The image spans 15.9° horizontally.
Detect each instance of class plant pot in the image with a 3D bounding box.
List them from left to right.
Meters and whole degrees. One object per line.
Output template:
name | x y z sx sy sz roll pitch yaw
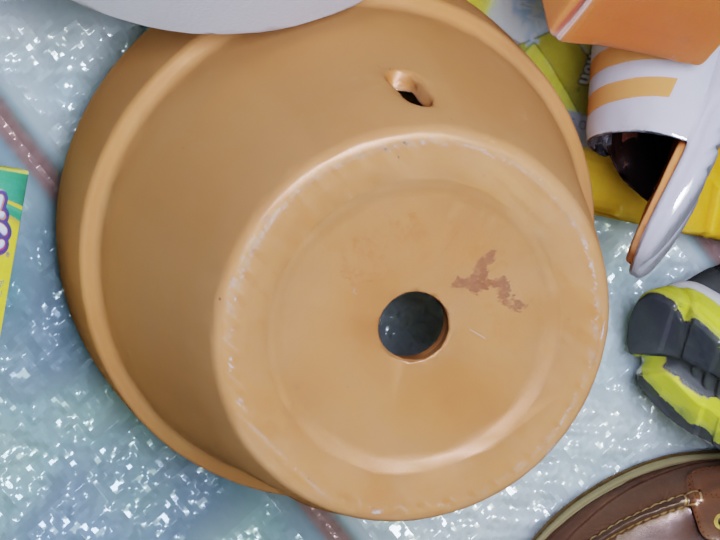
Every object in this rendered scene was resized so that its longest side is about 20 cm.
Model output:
plant pot | 0.000 0.000 0.908 0.199 0.140 0.201 -4 107 -13

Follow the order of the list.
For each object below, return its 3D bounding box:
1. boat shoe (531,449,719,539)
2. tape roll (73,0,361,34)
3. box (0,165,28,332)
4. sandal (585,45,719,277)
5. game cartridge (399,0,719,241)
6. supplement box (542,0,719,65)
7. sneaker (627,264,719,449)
boat shoe | 0.157 0.107 1.029 0.200 0.068 0.072 -15 99 -18
tape roll | -0.045 -0.199 0.857 0.202 0.139 0.203 4 64 -9
box | -0.180 0.027 0.891 0.117 0.048 0.201 8 89 -52
sandal | 0.119 -0.094 0.973 0.059 0.079 0.207 20 68 3
game cartridge | 0.099 -0.110 1.014 0.199 0.032 0.177 11 90 -19
supplement box | 0.092 -0.174 0.932 0.066 0.069 0.200 6 52 -24
sneaker | 0.200 0.055 0.993 0.085 0.075 0.200 -33 62 -33
